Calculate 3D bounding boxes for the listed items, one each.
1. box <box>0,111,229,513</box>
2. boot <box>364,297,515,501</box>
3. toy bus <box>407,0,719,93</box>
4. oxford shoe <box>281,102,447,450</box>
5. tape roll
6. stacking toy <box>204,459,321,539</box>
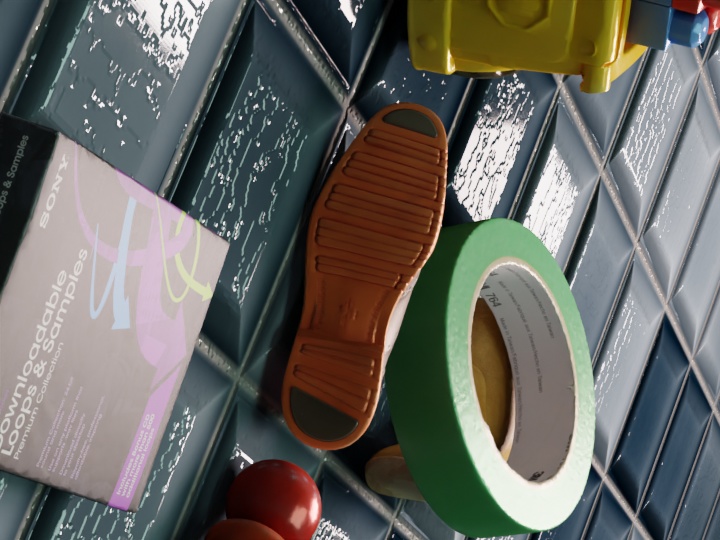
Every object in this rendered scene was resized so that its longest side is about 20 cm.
[{"bbox_3d":[-0.130,0.026,1.032,0.200,0.036,0.144,34,74,-66],"label":"box"},{"bbox_3d":[0.063,0.086,1.524,0.201,0.070,0.145,35,63,-65],"label":"boot"},{"bbox_3d":[0.143,-0.186,1.337,0.200,0.191,0.136,-44,143,-54],"label":"toy bus"},{"bbox_3d":[0.000,0.000,1.311,0.073,0.071,0.201,-50,160,-85],"label":"oxford shoe"},{"bbox_3d":[0.085,0.068,1.460,0.200,0.048,0.202,27,57,-54],"label":"tape roll"},{"bbox_3d":[-0.075,0.183,1.233,0.086,0.085,0.200,81,27,-48],"label":"stacking toy"}]
